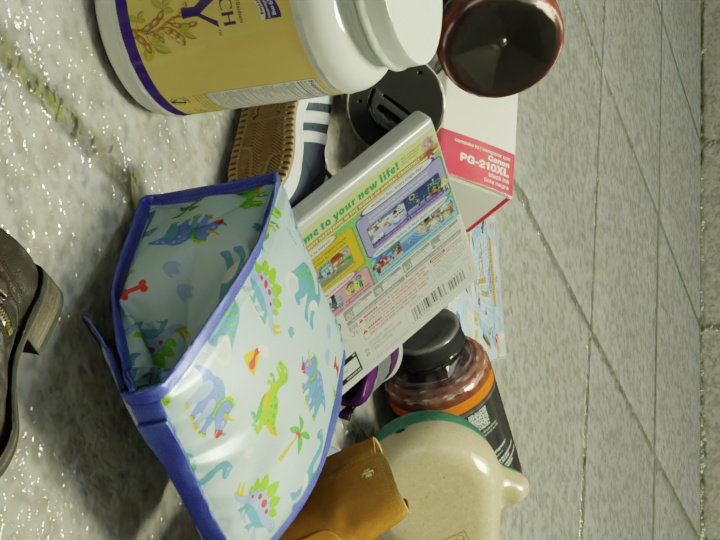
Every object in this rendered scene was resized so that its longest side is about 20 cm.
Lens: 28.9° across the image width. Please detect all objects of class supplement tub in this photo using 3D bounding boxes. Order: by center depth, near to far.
[{"bbox_3d":[-0.058,-0.184,0.925,0.145,0.199,0.147,-5,90,-68],"label":"supplement tub"},{"bbox_3d":[0.102,-0.244,1.196,0.201,0.106,0.107,-101,169,-48],"label":"supplement tub"},{"bbox_3d":[0.085,0.135,1.338,0.107,0.106,0.201,-65,143,-51],"label":"supplement tub"}]

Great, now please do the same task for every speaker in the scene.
[{"bbox_3d":[0.022,-0.154,1.186,0.200,0.081,0.082,-101,180,-75],"label":"speaker"}]

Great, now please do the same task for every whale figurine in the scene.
[{"bbox_3d":[0.076,0.214,1.260,0.201,0.158,0.104,60,7,-23],"label":"whale figurine"}]

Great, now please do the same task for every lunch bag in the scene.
[{"bbox_3d":[-0.091,0.067,0.894,0.201,0.126,0.171,-84,157,-49],"label":"lunch bag"}]

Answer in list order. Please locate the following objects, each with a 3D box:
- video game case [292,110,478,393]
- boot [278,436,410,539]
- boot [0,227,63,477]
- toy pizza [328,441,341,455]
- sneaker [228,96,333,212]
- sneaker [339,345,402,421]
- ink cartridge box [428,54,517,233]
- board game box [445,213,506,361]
[{"bbox_3d":[0.000,0.000,1.104,0.200,0.022,0.183,-39,136,-17],"label":"video game case"},{"bbox_3d":[-0.035,0.184,0.911,0.202,0.143,0.071,-98,163,-63],"label":"boot"},{"bbox_3d":[-0.224,0.005,0.670,0.201,0.069,0.175,-81,153,-47],"label":"boot"},{"bbox_3d":[-0.044,0.230,1.094,0.200,0.031,0.202,-1,90,-68],"label":"toy pizza"},{"bbox_3d":[-0.045,-0.106,1.115,0.109,0.070,0.201,57,39,-48],"label":"sneaker"},{"bbox_3d":[-0.012,0.026,1.171,0.088,0.074,0.201,-55,136,-51],"label":"sneaker"},{"bbox_3d":[0.079,-0.136,1.316,0.084,0.145,0.201,18,61,-21],"label":"ink cartridge box"},{"bbox_3d":[0.104,0.004,1.498,0.199,0.041,0.202,-3,88,-68],"label":"board game box"}]
